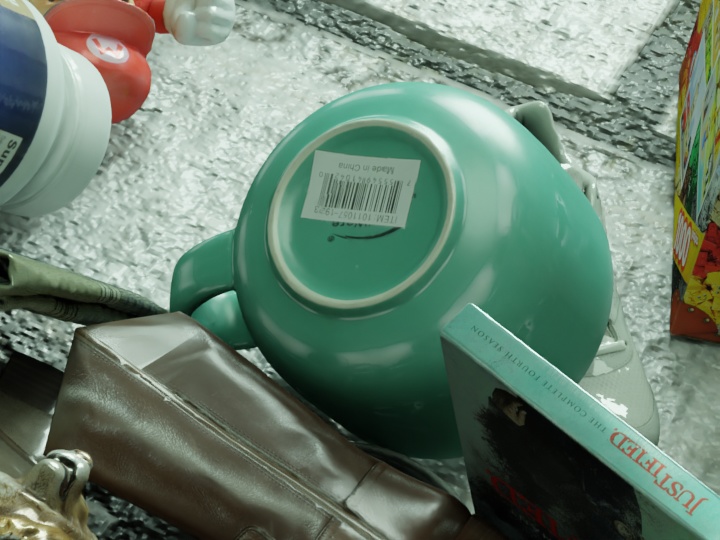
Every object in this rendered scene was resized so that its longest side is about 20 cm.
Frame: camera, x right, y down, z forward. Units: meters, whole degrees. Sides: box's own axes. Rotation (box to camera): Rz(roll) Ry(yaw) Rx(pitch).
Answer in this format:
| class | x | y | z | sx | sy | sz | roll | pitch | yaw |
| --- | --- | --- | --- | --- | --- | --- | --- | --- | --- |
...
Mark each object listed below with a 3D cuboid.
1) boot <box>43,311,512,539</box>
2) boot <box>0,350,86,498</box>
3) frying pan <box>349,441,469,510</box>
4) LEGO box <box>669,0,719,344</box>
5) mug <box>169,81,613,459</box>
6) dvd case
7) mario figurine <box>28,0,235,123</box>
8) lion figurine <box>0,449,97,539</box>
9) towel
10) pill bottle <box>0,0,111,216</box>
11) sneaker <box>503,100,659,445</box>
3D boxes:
| class | x | y | z | sx | sy | sz | roll | pitch | yaw |
| --- | --- | --- | --- | --- | --- | --- | --- | --- | --- |
| boot | -0.064 | 0.112 | 1.107 | 0.200 | 0.064 | 0.186 | 34 | 45 | 12 |
| boot | -0.208 | 0.080 | 1.148 | 0.200 | 0.070 | 0.146 | 16 | 46 | 5 |
| frying pan | 0.017 | 0.153 | 1.145 | 0.115 | 0.031 | 0.190 | -26 | 66 | -26 |
| LEGO box | 0.206 | -0.080 | 1.344 | 0.077 | 0.149 | 0.200 | 11 | 43 | -2 |
| mug | 0.009 | 0.004 | 1.203 | 0.185 | 0.114 | 0.152 | -38 | 60 | 6 |
| dvd case | 0.098 | 0.107 | 1.095 | 0.146 | 0.200 | 0.022 | 39 | 72 | 25 |
| mario figurine | -0.138 | -0.154 | 1.373 | 0.123 | 0.106 | 0.200 | -25 | 39 | 7 |
| lion figurine | -0.099 | 0.154 | 1.026 | 0.072 | 0.122 | 0.200 | -34 | 72 | 4 |
| towel | -0.197 | -0.007 | 1.172 | 0.193 | 0.200 | 0.035 | 18 | 88 | 17 |
| pill bottle | -0.201 | -0.084 | 1.210 | 0.111 | 0.111 | 0.200 | 47 | 15 | 32 |
| sneaker | 0.087 | 0.004 | 1.272 | 0.076 | 0.092 | 0.200 | -7 | 47 | -20 |
